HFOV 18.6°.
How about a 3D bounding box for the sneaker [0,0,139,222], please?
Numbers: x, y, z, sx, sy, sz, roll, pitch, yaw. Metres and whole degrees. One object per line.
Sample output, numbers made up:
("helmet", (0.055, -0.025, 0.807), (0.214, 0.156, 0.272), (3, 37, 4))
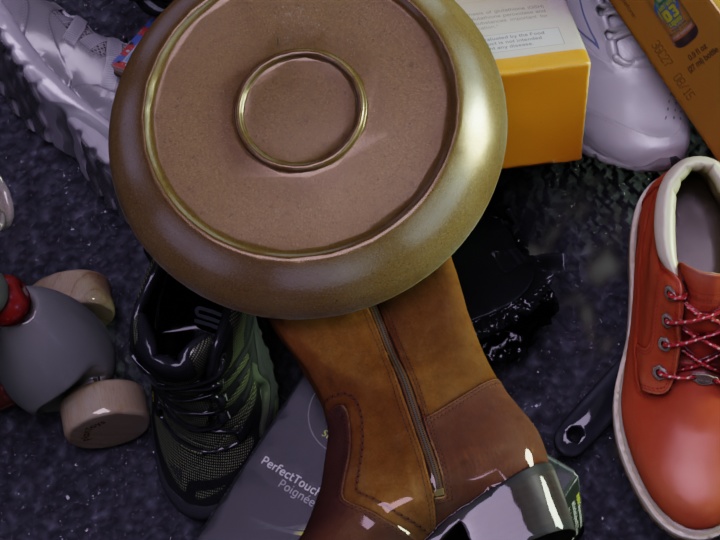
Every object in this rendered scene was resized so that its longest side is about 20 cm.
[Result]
("sneaker", (-0.153, -0.109, 1.282), (0.082, 0.075, 0.200), (-36, 75, -22))

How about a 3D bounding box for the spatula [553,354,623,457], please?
("spatula", (0.174, 0.027, 1.204), (0.057, 0.021, 0.200), (41, 82, 7))

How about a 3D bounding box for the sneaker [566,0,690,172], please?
("sneaker", (0.132, -0.141, 1.214), (0.074, 0.087, 0.200), (-9, 57, -18))

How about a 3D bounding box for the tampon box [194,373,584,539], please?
("tampon box", (0.001, 0.165, 1.123), (0.150, 0.126, 0.200), (30, 76, 16))

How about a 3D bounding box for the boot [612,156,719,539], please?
("boot", (0.171, 0.039, 1.138), (0.075, 0.107, 0.200), (-2, 80, 0))

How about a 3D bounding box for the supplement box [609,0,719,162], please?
("supplement box", (0.191, -0.126, 1.151), (0.069, 0.067, 0.200), (-33, 87, -36))

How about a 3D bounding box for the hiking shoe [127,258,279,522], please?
("hiking shoe", (-0.092, 0.047, 1.157), (0.076, 0.101, 0.200), (13, 111, 23))

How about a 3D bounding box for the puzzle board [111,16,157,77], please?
("puzzle board", (-0.018, -0.133, 1.251), (0.200, 0.017, 0.151), (19, 48, 17))

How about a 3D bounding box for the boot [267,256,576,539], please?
("boot", (-0.017, 0.070, 1.056), (0.188, 0.068, 0.200), (-24, 68, -2))

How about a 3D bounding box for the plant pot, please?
("plant pot", (-0.028, -0.075, 1.080), (0.200, 0.027, 0.200), (-2, 70, 6))

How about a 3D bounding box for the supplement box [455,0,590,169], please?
("supplement box", (0.038, -0.141, 1.195), (0.126, 0.074, 0.200), (-8, 47, -7))

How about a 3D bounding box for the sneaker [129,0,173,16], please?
("sneaker", (-0.090, -0.170, 1.218), (0.076, 0.088, 0.200), (10, 29, -29))

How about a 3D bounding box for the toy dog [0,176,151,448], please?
("toy dog", (-0.199, 0.038, 1.180), (0.096, 0.200, 0.132), (-27, 43, 15))

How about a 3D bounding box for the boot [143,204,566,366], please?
("boot", (0.000, 0.001, 1.209), (0.198, 0.073, 0.163), (-27, 65, -9))
